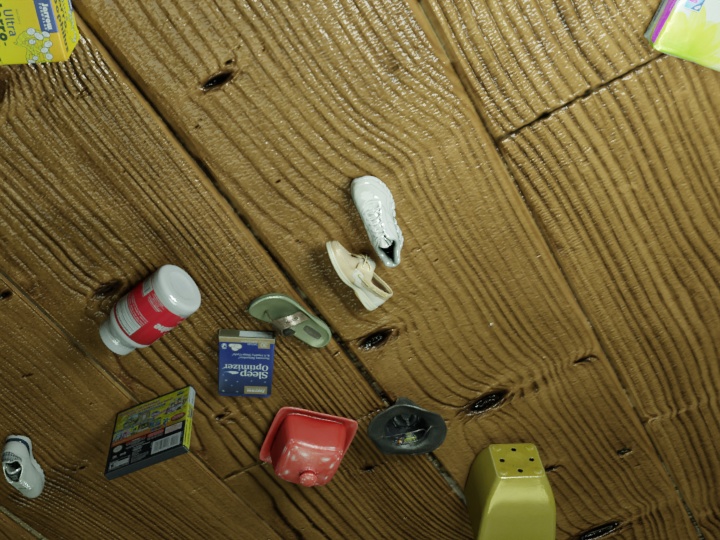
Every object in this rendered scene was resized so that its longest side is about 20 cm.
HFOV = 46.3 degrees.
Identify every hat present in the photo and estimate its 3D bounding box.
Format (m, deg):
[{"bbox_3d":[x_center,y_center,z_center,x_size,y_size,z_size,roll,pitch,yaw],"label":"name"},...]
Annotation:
[{"bbox_3d":[0.107,0.348,1.958,0.200,0.081,0.201,-1,135,-1],"label":"hat"}]

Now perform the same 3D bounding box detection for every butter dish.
[{"bbox_3d":[-0.122,0.437,1.963,0.200,0.148,0.200,15,123,-14],"label":"butter dish"}]

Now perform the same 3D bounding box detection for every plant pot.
[{"bbox_3d":[0.369,0.532,2.052,0.195,0.194,0.200,-2,121,-3],"label":"plant pot"}]

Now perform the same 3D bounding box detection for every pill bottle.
[{"bbox_3d":[-0.429,0.085,1.700,0.200,0.112,0.112,-35,121,21],"label":"pill bottle"}]

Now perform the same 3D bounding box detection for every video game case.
[{"bbox_3d":[-0.461,0.355,1.855,0.200,0.181,0.026,-22,127,12],"label":"video game case"}]

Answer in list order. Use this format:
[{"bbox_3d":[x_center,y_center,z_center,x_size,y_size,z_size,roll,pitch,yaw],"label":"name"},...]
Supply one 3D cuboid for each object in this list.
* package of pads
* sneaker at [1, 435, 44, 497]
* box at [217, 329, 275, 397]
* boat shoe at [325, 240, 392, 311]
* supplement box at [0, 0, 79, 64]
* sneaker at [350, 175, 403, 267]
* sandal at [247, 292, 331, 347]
[{"bbox_3d":[0.602,-0.423,1.426,0.200,0.068,0.155,12,124,-12],"label":"package of pads"},{"bbox_3d":[-0.804,0.480,1.987,0.076,0.081,0.200,-6,128,-2],"label":"sneaker"},{"bbox_3d":[-0.253,0.216,1.862,0.121,0.032,0.200,3,127,-7],"label":"box"},{"bbox_3d":[0.000,0.000,1.699,0.069,0.074,0.200,-28,133,13],"label":"boat shoe"},{"bbox_3d":[-0.566,-0.396,1.334,0.200,0.110,0.109,-4,127,-2],"label":"supplement box"},{"bbox_3d":[0.037,-0.093,1.623,0.075,0.081,0.200,-18,124,11],"label":"sneaker"},{"bbox_3d":[-0.143,0.110,1.774,0.201,0.057,0.080,30,119,-23],"label":"sandal"}]
